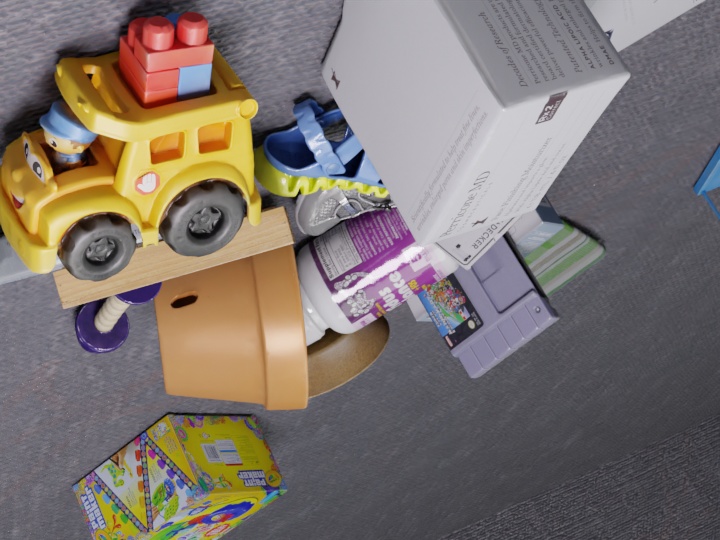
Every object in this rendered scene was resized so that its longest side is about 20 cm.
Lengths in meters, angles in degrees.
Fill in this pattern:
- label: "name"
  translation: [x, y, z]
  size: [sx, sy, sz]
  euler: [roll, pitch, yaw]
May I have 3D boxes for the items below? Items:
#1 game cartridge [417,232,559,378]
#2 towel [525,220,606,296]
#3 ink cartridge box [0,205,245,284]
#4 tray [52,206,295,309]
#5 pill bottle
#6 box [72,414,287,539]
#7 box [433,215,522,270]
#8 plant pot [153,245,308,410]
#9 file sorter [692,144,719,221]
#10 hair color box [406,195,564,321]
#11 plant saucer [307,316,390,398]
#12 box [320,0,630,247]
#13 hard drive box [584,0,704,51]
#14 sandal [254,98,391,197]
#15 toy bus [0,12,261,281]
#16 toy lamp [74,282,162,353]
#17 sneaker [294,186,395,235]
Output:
- label: "game cartridge"
  translation: [0.122, 0.006, 1.577]
  size: [0.129, 0.201, 0.038]
  euler: [-38, 162, 22]
- label: "towel"
  translation: [0.255, -0.012, 1.954]
  size: [0.149, 0.031, 0.200]
  euler: [-37, 155, 15]
- label: "ink cartridge box"
  translation: [-0.227, -0.034, 1.233]
  size: [0.199, 0.041, 0.200]
  euler: [-17, -178, -28]
- label: "tray"
  translation: [-0.156, -0.013, 1.201]
  size: [0.199, 0.037, 0.099]
  euler: [-15, -178, -1]
- label: "pill bottle"
  translation: [0.000, 0.000, 1.535]
  size: [0.199, 0.113, 0.112]
  euler: [-31, 159, 7]
- label: "box"
  translation: [-0.243, 0.296, 1.896]
  size: [0.192, 0.123, 0.200]
  euler: [-37, 157, 23]
- label: "box"
  translation: [0.145, -0.104, 1.408]
  size: [0.117, 0.060, 0.200]
  euler: [-47, -172, 42]
- label: "plant pot"
  translation: [-0.134, 0.047, 1.393]
  size: [0.139, 0.201, 0.200]
  euler: [-8, 155, -8]
- label: "file sorter"
  translation: [0.599, -0.136, 1.958]
  size: [0.199, 0.123, 0.139]
  euler: [-22, 158, -16]
- label: "hair color box"
  translation: [0.128, -0.035, 1.631]
  size: [0.200, 0.099, 0.060]
  euler: [-39, 157, 26]
- label: "plant saucer"
  translation: [-0.065, 0.081, 1.607]
  size: [0.199, 0.200, 0.036]
  euler: [-24, 117, -11]
- label: "box"
  translation: [0.085, -0.163, 1.145]
  size: [0.130, 0.201, 0.199]
  euler: [-17, 157, -27]
- label: "hard drive box"
  translation: [0.215, -0.260, 1.258]
  size: [0.199, 0.077, 0.156]
  euler: [-31, 159, 6]
- label: "sandal"
  translation: [0.001, -0.118, 1.298]
  size: [0.199, 0.080, 0.087]
  euler: [-8, 144, -26]
- label: "toy bus"
  translation: [-0.177, -0.109, 1.060]
  size: [0.199, 0.136, 0.193]
  euler: [-16, 138, -25]
- label: "toy lamp"
  translation: [-0.242, 0.039, 1.365]
  size: [0.058, 0.059, 0.200]
  euler: [-18, 170, -25]
- label: "sneaker"
  translation: [0.021, -0.090, 1.396]
  size: [0.199, 0.082, 0.075]
  euler: [-35, 157, 14]
